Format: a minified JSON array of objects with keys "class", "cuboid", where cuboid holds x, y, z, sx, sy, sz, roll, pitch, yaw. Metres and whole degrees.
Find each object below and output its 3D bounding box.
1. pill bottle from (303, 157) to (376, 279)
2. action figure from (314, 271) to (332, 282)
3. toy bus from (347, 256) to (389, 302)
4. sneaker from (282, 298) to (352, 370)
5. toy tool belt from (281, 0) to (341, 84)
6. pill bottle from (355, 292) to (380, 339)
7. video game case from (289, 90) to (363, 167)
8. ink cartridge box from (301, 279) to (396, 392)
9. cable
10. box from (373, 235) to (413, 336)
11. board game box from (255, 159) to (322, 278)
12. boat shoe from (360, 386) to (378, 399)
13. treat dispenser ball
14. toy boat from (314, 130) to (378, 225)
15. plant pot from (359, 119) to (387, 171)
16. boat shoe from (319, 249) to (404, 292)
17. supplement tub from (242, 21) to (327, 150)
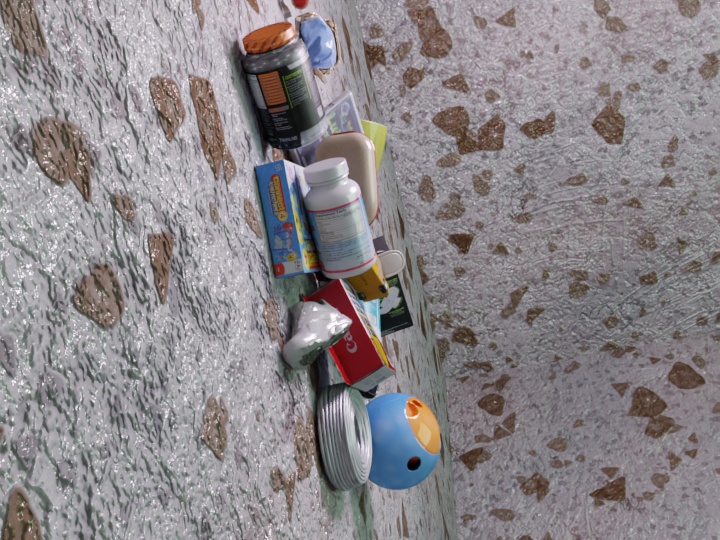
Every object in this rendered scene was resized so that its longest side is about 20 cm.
[{"class":"pill bottle","cuboid":[-0.042,-0.097,1.374,0.109,0.106,0.204,-75,152,-68]},{"class":"action figure","cuboid":[-0.081,-0.037,1.547,0.052,0.064,0.203,-126,-165,-56]},{"class":"toy bus","cuboid":[-0.002,-0.015,1.539,0.201,0.064,0.080,56,21,-51]},{"class":"sneaker","cuboid":[-0.097,0.105,1.323,0.099,0.078,0.199,44,23,8]},{"class":"toy tool belt","cuboid":[-0.113,-0.546,1.738,0.124,0.122,0.203,-101,174,-55]},{"class":"pill bottle","cuboid":[-0.010,0.093,1.676,0.203,0.108,0.112,-90,165,-45]},{"class":"video game case","cuboid":[-0.061,-0.251,1.606,0.023,0.182,0.202,29,-27,39]},{"class":"ink cartridge box","cuboid":[-0.022,0.126,1.477,0.203,0.083,0.176,61,5,18]},{"class":"cable","cuboid":[-0.029,0.320,1.443,0.202,0.068,0.203,-89,165,-49]},{"class":"box","cuboid":[0.042,0.043,1.907,0.149,0.122,0.203,-108,180,-62]},{"class":"board game box","cuboid":[-0.123,-0.092,1.382,0.200,0.055,0.201,-15,95,-80]},{"class":"boat shoe","cuboid":[0.012,0.240,1.743,0.202,0.061,0.076,67,33,-46]},{"class":"treat dispenser ball","cuboid":[0.077,0.369,1.620,0.201,0.196,0.206,-11,90,-80]},{"class":"toy boat","cuboid":[-0.021,-0.180,1.555,0.131,0.127,0.205,-2,88,-76]},{"class":"plant pot","cuboid":[-0.032,-0.241,1.781,0.187,0.182,0.205,10,84,-79]},{"class":"boat shoe","cuboid":[0.000,0.000,1.646,0.060,0.196,0.075,-171,-119,-76]},{"class":"supplement tub","cuboid":[-0.139,-0.335,1.358,0.124,0.120,0.203,-85,162,-57]}]
